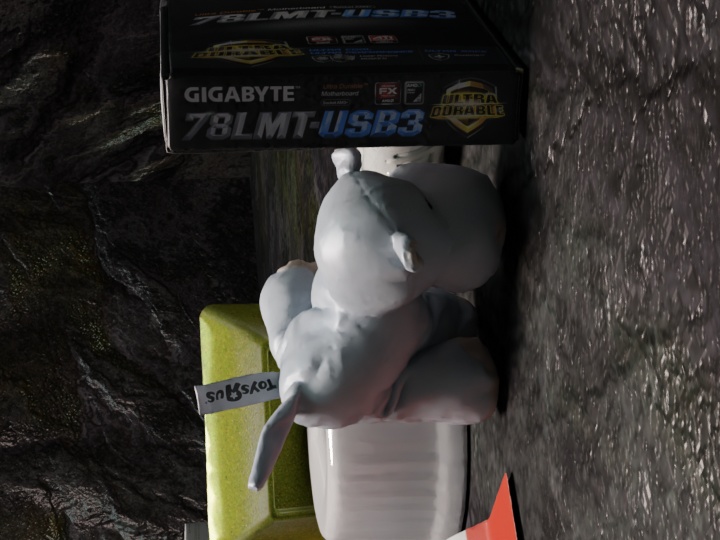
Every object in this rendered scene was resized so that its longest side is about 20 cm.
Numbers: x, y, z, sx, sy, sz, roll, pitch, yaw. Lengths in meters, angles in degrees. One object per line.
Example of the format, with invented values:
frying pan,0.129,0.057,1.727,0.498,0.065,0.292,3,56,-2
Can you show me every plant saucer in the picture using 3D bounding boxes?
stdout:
plant saucer,-0.030,0.126,1.221,0.048,0.198,0.203,-8,84,55

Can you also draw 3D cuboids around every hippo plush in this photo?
hippo plush,0.000,0.000,0.886,0.159,0.198,0.162,49,138,43

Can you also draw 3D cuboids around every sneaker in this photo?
sneaker,0.038,-0.077,1.022,0.200,0.074,0.101,105,147,-78

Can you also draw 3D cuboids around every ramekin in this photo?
ramekin,0.014,0.108,1.105,0.200,0.096,0.204,177,90,-83

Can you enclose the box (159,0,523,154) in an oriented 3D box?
box,-0.020,-0.125,0.886,0.199,0.197,0.050,-105,14,-64

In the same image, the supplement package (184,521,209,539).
supplement package,-0.071,0.353,1.468,0.147,0.197,0.194,-134,43,-80

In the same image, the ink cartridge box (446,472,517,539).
ink cartridge box,0.067,0.242,0.925,0.201,0.056,0.164,90,175,-56
